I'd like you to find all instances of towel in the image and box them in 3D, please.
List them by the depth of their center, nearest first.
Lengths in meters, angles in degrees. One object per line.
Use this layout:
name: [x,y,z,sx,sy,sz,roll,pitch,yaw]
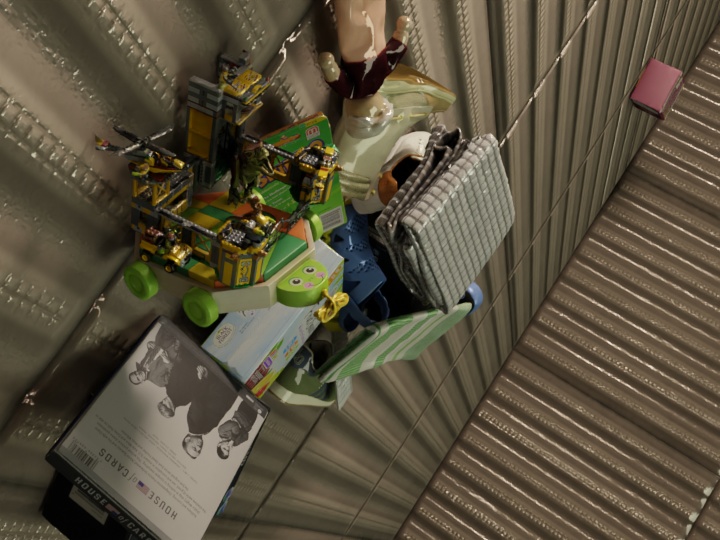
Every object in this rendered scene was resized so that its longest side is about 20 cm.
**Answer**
towel: [0.104,-0.063,1.063,0.166,0.085,0.200,-51,146,-14]
towel: [0.048,0.101,1.206,0.199,0.024,0.153,-7,152,-44]

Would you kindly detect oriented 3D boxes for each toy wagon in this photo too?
toy wagon: [-0.097,-0.012,0.738,0.155,0.199,0.040,-41,140,-41]

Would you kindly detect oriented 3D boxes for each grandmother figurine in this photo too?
grandmother figurine: [0.003,-0.219,0.851,0.120,0.061,0.201,-24,136,-22]

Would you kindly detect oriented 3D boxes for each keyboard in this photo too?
keyboard: [-0.030,0.101,1.238,0.056,0.011,0.202,-58,147,-62]

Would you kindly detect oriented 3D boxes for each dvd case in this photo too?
dvd case: [-0.176,0.149,0.790,0.025,0.150,0.200,-37,-166,32]

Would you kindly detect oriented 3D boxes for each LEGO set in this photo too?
LEGO set: [-0.099,-0.094,0.696,0.200,0.153,0.117,-43,156,-45]

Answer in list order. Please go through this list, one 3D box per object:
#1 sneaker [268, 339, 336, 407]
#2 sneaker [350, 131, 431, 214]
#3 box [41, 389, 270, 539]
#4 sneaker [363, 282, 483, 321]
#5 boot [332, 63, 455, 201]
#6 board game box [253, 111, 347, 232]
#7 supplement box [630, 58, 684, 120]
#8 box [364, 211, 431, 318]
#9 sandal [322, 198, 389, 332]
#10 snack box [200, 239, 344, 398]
sneaker: [-0.062,0.146,1.259,0.090,0.067,0.200,-56,158,7]
sneaker: [0.070,-0.129,1.122,0.200,0.084,0.073,-46,120,-47]
box: [-0.210,0.200,0.915,0.150,0.107,0.200,-65,161,15]
sneaker: [0.093,0.058,1.354,0.078,0.198,0.071,-40,116,-49]
boot: [0.028,-0.163,1.021,0.199,0.072,0.156,-11,129,-56]
board game box: [-0.069,-0.090,0.899,0.095,0.030,0.200,-25,156,-8]
supplement box: [0.883,-0.534,2.558,0.132,0.103,0.200,-63,161,12]
box: [0.083,-0.039,1.267,0.200,0.124,0.149,-43,156,-35]
sandal: [0.000,0.000,1.141,0.079,0.086,0.202,-36,134,-43]
snack box: [-0.093,0.054,0.977,0.169,0.067,0.200,-51,175,-12]
